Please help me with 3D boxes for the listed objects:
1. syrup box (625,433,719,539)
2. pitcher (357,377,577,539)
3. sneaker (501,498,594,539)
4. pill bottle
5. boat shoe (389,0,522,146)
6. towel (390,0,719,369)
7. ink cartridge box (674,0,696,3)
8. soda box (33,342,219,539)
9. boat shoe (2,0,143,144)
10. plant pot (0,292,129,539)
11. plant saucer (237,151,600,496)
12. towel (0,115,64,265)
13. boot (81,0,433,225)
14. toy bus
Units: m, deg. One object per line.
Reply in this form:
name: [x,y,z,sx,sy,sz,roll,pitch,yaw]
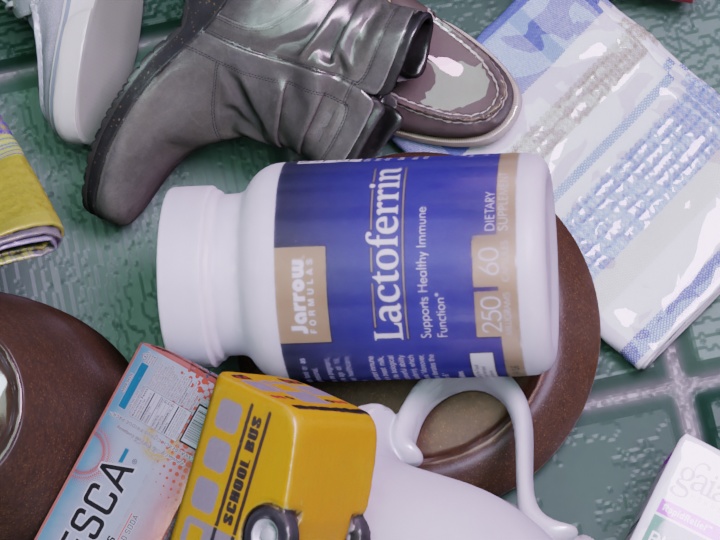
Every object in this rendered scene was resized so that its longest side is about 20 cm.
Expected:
syrup box: [0.157,0.193,1.511,0.079,0.081,0.200,27,81,6]
pitcher: [0.048,0.139,1.455,0.171,0.121,0.200,-37,48,-12]
sneaker: [0.040,0.207,1.522,0.092,0.076,0.200,31,72,15]
pill bottle: [0.000,0.000,1.497,0.199,0.116,0.116,-3,77,7]
boat shoe: [-0.003,-0.132,1.586,0.200,0.060,0.072,31,80,15]
towel: [0.133,-0.059,1.597,0.200,0.024,0.147,43,84,11]
ink cartridge box: [0.134,-0.263,1.600,0.144,0.084,0.201,10,72,3]
soda box: [-0.120,0.140,1.444,0.063,0.068,0.200,28,88,21]
boat shoe: [-0.164,-0.167,1.612,0.071,0.070,0.201,1,77,19]
plant pot: [-0.203,0.085,1.483,0.186,0.200,0.188,0,77,1]
plant saucer: [0.029,0.032,1.563,0.200,0.034,0.201,-1,82,7]
towel: [-0.251,-0.059,1.524,0.143,0.023,0.200,-16,48,-17]
boot: [-0.056,-0.081,1.549,0.131,0.068,0.200,36,108,11]
toy bus: [-0.054,0.156,1.393,0.078,0.065,0.201,21,99,38]
